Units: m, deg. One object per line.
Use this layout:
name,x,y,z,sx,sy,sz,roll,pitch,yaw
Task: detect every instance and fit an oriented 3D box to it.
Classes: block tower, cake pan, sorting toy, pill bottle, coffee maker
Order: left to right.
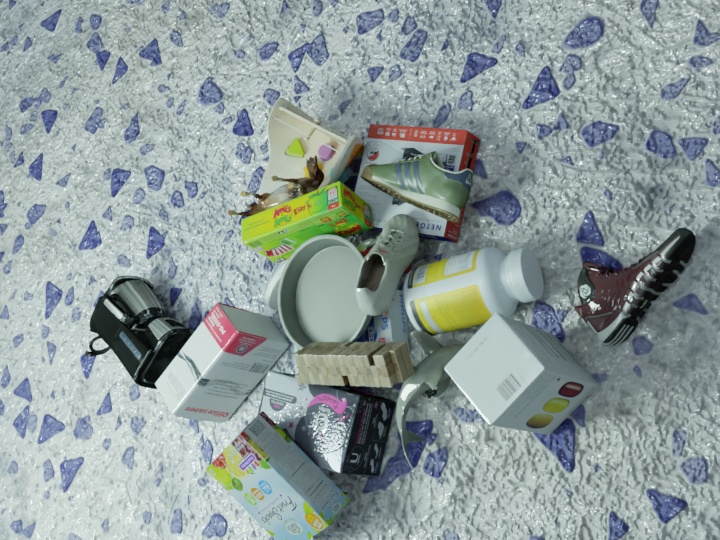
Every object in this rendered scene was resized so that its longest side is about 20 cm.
coffee maker,-0.428,0.140,1.882,0.200,0.134,0.193,43,127,35
sorting toy,-0.098,-0.181,1.718,0.200,0.107,0.181,32,91,36
cake pan,-0.053,0.042,1.602,0.199,0.037,0.202,-5,81,37
block tower,-0.016,0.145,1.508,0.199,0.054,0.058,-5,106,38
pill bottle,0.174,0.028,1.488,0.199,0.112,0.113,-16,70,31

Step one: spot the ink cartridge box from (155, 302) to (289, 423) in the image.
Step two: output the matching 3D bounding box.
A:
ink cartridge box,-0.248,0.168,1.724,0.200,0.144,0.084,-50,55,14

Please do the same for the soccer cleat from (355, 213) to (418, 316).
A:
soccer cleat,0.042,-0.020,1.516,0.069,0.078,0.201,3,53,26

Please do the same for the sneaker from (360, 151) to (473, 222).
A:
sneaker,0.097,-0.152,1.558,0.200,0.067,0.090,27,87,35

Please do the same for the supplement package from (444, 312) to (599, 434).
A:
supplement package,0.232,0.150,1.364,0.114,0.200,0.110,-49,56,16

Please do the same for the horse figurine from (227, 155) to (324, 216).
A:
horse figurine,-0.133,-0.129,1.638,0.199,0.132,0.050,-23,78,25

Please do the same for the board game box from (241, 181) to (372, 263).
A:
board game box,-0.091,-0.079,1.630,0.199,0.101,0.048,-19,62,25

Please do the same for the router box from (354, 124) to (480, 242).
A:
router box,0.089,-0.149,1.628,0.199,0.049,0.181,9,84,36

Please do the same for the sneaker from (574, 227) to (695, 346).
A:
sneaker,0.376,0.000,1.381,0.200,0.075,0.116,-54,53,13

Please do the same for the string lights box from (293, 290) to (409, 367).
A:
string lights box,-0.018,0.101,1.635,0.199,0.059,0.103,-16,70,31

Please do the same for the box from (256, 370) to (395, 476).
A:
box,-0.064,0.250,1.597,0.199,0.115,0.133,10,85,35

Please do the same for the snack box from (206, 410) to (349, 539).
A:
snack box,-0.136,0.345,1.559,0.200,0.068,0.169,44,140,2

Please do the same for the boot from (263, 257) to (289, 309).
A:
boot,-0.124,-0.031,1.742,0.090,0.073,0.201,37,92,42

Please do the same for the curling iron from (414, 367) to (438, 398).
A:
curling iron,0.048,0.181,1.591,0.199,0.026,0.050,-2,75,35

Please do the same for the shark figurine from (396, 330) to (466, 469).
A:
shark figurine,0.101,0.186,1.483,0.215,0.128,0.090,-53,14,7

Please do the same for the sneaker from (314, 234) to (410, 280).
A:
sneaker,0.000,0.000,1.623,0.199,0.077,0.085,-22,45,29
